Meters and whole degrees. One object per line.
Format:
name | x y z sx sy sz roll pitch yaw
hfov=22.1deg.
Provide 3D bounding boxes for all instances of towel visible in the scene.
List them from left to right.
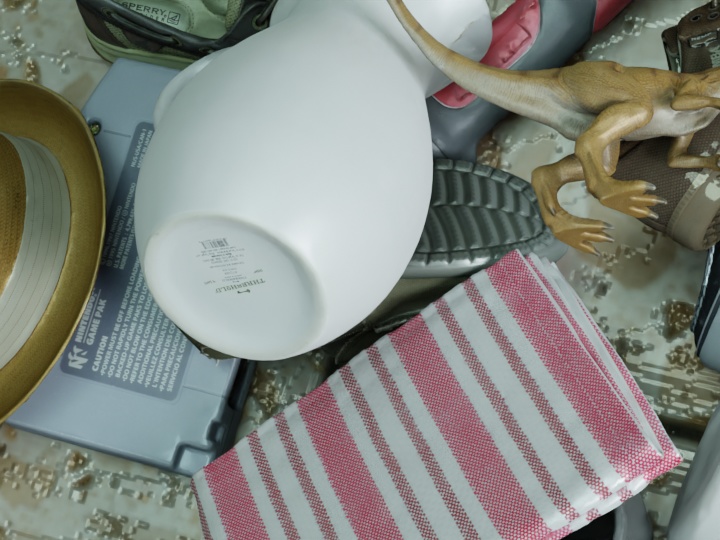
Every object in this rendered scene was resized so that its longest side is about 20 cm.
towel | 0.026 0.089 0.796 0.200 0.030 0.147 -35 40 6

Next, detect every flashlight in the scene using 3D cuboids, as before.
flashlight | 0.070 -0.117 0.916 0.200 0.068 0.068 -41 52 1

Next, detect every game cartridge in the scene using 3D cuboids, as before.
game cartridge | -0.107 -0.004 0.943 0.133 0.042 0.201 13 79 20

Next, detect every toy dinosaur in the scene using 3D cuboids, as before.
toy dinosaur | 0.094 -0.068 0.777 0.199 0.060 0.107 5 63 5

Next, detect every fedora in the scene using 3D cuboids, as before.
fedora | -0.219 -0.012 0.921 0.200 0.082 0.201 -11 68 29

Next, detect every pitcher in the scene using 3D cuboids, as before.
pitcher | -0.042 -0.052 0.823 0.171 0.121 0.200 -14 34 31

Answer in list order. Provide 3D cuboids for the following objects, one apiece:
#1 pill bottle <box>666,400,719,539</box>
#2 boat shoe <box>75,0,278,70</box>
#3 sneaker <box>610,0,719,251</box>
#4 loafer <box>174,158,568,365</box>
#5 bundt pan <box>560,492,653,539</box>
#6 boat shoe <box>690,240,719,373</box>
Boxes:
pill bottle | 0.242 0.114 0.786 0.199 0.111 0.111 26 83 5
boat shoe | -0.055 -0.134 0.947 0.200 0.066 0.072 5 76 13
sneaker | 0.177 -0.105 0.821 0.075 0.070 0.200 34 75 19
loafer | 0.000 0.000 0.884 0.199 0.070 0.075 -7 47 0
bundt pan | 0.041 0.127 0.825 0.201 0.076 0.202 -19 43 18
boat shoe | 0.179 -0.050 0.870 0.068 0.072 0.201 16 77 14
